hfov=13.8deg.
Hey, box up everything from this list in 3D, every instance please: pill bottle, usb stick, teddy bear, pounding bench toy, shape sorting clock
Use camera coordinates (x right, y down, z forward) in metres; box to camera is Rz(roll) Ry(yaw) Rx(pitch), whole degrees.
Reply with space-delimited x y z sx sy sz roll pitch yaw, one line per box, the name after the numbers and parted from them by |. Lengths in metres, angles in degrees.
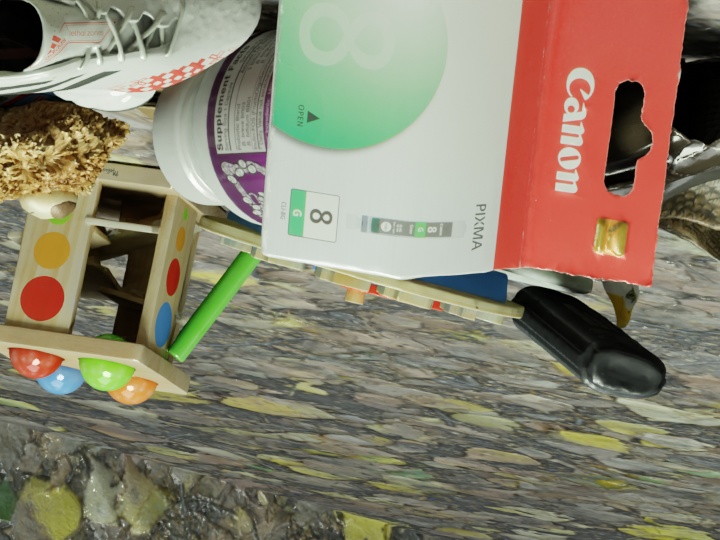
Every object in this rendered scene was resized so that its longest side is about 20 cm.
-0.021 -0.079 1.631 0.112 0.113 0.200 20 166 -41 | pill bottle
0.131 0.041 1.734 0.055 0.033 0.200 18 -175 -12 | usb stick
-0.232 -0.065 1.836 0.200 0.067 0.145 5 171 26 | teddy bear
-0.151 0.016 2.124 0.199 0.156 0.124 7 168 16 | pounding bench toy
0.000 0.000 1.759 0.199 0.039 0.200 15 179 0 | shape sorting clock

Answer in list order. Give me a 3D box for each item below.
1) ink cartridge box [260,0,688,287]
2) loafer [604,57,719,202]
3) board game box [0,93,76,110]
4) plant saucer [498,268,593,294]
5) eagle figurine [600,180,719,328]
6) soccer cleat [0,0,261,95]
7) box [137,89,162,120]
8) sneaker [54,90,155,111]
0.054 -0.071 1.488 0.199 0.161 0.050 10 -157 11 | ink cartridge box
0.155 -0.080 1.532 0.200 0.073 0.071 -16 150 18 | loafer
-0.276 -0.129 1.822 0.200 0.037 0.151 14 169 -23 | board game box
0.049 -0.032 1.810 0.200 0.050 0.200 15 179 0 | plant saucer
0.155 -0.043 1.695 0.200 0.151 0.152 -16 -137 -21 | eagle figurine
-0.145 -0.123 1.521 0.199 0.069 0.085 -8 -178 -13 | soccer cleat
-0.032 -0.078 1.882 0.163 0.021 0.200 6 167 21 | box
-0.211 -0.138 1.656 0.199 0.076 0.092 0 159 15 | sneaker
